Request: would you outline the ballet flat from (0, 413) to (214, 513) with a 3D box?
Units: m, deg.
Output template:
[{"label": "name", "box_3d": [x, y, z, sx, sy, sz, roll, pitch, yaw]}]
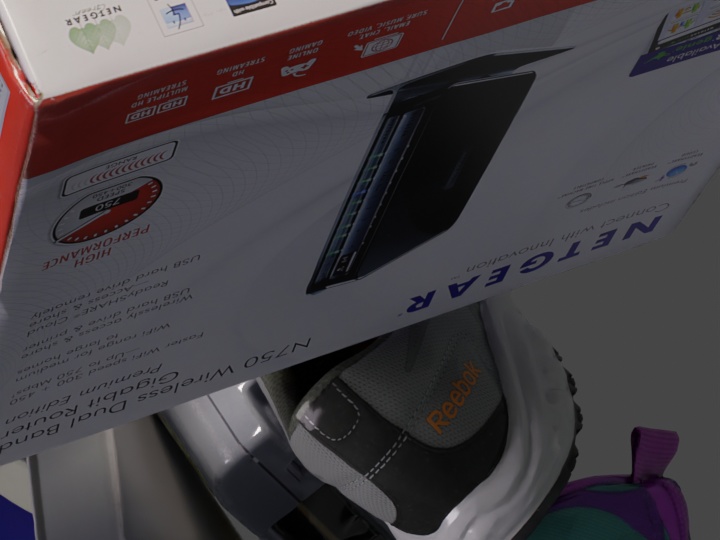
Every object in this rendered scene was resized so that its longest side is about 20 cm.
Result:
[{"label": "ballet flat", "box_3d": [-0.117, 0.016, 0.836, 0.200, 0.062, 0.067, 46, 139, -17]}]

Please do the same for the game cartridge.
[{"label": "game cartridge", "box_3d": [-0.024, 0.050, 0.856, 0.133, 0.040, 0.200, 58, -175, 36]}]

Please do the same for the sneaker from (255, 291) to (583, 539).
[{"label": "sneaker", "box_3d": [0.000, 0.000, 0.762, 0.074, 0.079, 0.200, -49, 29, 16]}]

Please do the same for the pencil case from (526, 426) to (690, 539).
[{"label": "pencil case", "box_3d": [0.088, 0.150, 0.735, 0.092, 0.085, 0.200, -37, 68, 27]}]

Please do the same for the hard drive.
[{"label": "hard drive", "box_3d": [-0.043, 0.121, 0.797, 0.200, 0.026, 0.132, 61, -166, -51]}]

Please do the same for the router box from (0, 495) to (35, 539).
[{"label": "router box", "box_3d": [-0.111, 0.126, 0.962, 0.200, 0.049, 0.180, 65, 158, 12]}]

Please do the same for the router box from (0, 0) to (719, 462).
[{"label": "router box", "box_3d": [0.003, -0.039, 0.603, 0.049, 0.200, 0.180, 64, 158, 19]}]
